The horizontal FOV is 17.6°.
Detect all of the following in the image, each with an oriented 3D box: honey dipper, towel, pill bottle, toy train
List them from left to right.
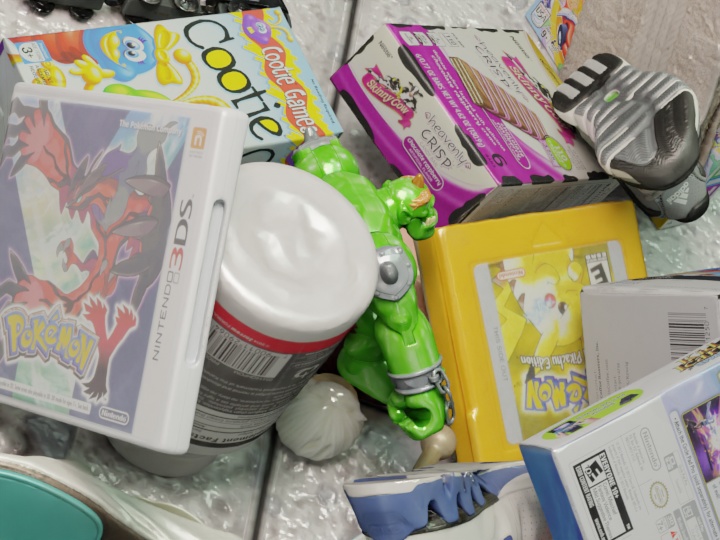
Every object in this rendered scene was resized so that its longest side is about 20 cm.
[{"bbox_3d":[-0.140,-0.187,1.568,0.200,0.034,0.046,7,51,-27],"label":"toy train"},{"bbox_3d":[-0.078,0.036,1.326,0.111,0.200,0.111,15,51,-20],"label":"pill bottle"},{"bbox_3d":[0.014,0.157,1.358,0.038,0.038,0.200,36,42,-2],"label":"honey dipper"},{"bbox_3d":[0.204,-0.156,1.618,0.034,0.200,0.132,-16,43,-42],"label":"towel"}]

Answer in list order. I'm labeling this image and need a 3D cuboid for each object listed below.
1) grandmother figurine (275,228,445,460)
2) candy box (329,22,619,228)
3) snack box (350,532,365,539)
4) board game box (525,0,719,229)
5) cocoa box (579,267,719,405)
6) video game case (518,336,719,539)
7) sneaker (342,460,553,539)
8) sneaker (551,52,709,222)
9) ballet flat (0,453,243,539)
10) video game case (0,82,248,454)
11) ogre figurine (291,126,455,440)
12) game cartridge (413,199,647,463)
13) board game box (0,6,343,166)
[{"bbox_3d":[0.010,0.045,1.474,0.121,0.061,0.200,23,48,17],"label":"grandmother figurine"},{"bbox_3d":[0.084,-0.096,1.568,0.137,0.061,0.200,56,27,15],"label":"candy box"},{"bbox_3d":[0.041,0.246,1.352,0.116,0.037,0.200,-27,73,-41],"label":"snack box"},{"bbox_3d":[0.209,-0.150,1.676,0.034,0.134,0.200,-14,65,-37],"label":"board game box"},{"bbox_3d":[0.233,0.102,1.451,0.131,0.133,0.201,-8,95,-35],"label":"cocoa box"},{"bbox_3d":[0.204,0.151,1.332,0.181,0.045,0.200,-25,102,-21],"label":"video game case"},{"bbox_3d":[0.060,0.169,1.334,0.199,0.080,0.115,-1,87,-55],"label":"sneaker"},{"bbox_3d":[0.202,-0.072,1.531,0.116,0.075,0.200,49,5,-22],"label":"sneaker"},{"bbox_3d":[-0.145,0.145,1.311,0.200,0.069,0.070,26,48,-17],"label":"ballet flat"},{"bbox_3d":[-0.145,-0.006,1.277,0.023,0.200,0.183,10,90,-42],"label":"video game case"},{"bbox_3d":[0.000,0.000,1.388,0.098,0.120,0.200,-6,43,3],"label":"ogre figurine"},{"bbox_3d":[0.126,0.062,1.488,0.176,0.032,0.200,-9,85,-38],"label":"game cartridge"},{"bbox_3d":[-0.131,-0.086,1.452,0.200,0.103,0.105,-11,64,-35],"label":"board game box"}]
